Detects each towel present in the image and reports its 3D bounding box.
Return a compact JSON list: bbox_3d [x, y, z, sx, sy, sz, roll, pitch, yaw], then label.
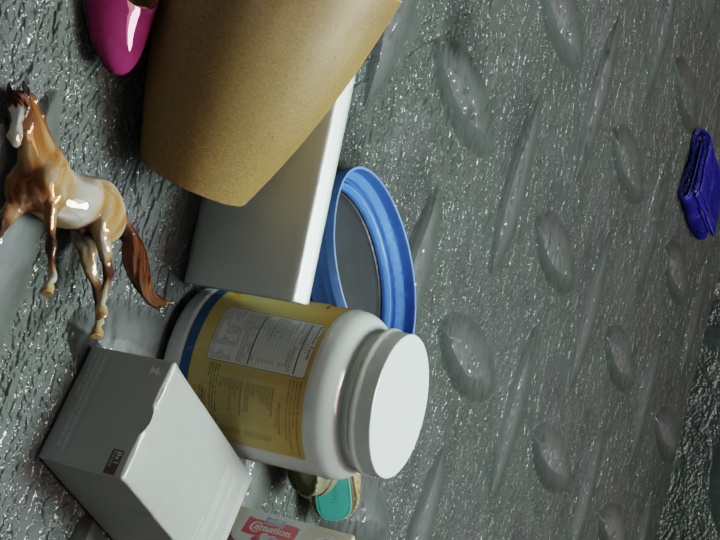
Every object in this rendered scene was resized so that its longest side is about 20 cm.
[{"bbox_3d":[0.651,-0.159,3.098,0.200,0.049,0.149,51,54,-60],"label":"towel"}]

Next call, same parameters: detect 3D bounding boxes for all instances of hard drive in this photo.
[{"bbox_3d":[-0.077,-0.079,1.373,0.026,0.131,0.202,15,85,-49],"label":"hard drive"}]

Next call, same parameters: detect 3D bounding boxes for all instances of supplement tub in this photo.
[{"bbox_3d":[-0.055,0.097,1.407,0.144,0.198,0.146,10,90,-67],"label":"supplement tub"}]

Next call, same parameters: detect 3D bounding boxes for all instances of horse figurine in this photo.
[{"bbox_3d":[-0.208,-0.033,1.182,0.200,0.049,0.134,37,48,-55],"label":"horse figurine"}]

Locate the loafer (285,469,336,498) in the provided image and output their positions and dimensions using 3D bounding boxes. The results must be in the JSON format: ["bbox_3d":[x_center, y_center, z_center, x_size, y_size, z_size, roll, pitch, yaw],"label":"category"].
[{"bbox_3d":[-0.064,0.147,1.573,0.068,0.076,0.201,-26,135,-25],"label":"loafer"}]

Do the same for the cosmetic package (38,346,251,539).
[{"bbox_3d":[-0.168,0.159,1.323,0.107,0.089,0.201,-66,150,-29],"label":"cosmetic package"}]

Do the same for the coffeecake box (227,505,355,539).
[{"bbox_3d":[-0.108,0.308,1.430,0.200,0.152,0.074,-56,148,-43],"label":"coffeecake box"}]

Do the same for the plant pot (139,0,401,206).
[{"bbox_3d":[-0.090,-0.159,1.282,0.186,0.185,0.201,-1,118,-66],"label":"plant pot"}]

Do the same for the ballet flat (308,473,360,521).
[{"bbox_3d":[-0.032,0.158,1.676,0.065,0.070,0.202,-92,-176,-67],"label":"ballet flat"}]

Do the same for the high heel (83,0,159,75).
[{"bbox_3d":[-0.146,-0.241,1.189,0.067,0.095,0.202,-10,107,-56],"label":"high heel"}]

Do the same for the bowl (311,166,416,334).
[{"bbox_3d":[0.000,0.000,1.626,0.200,0.039,0.203,-11,90,-67],"label":"bowl"}]
